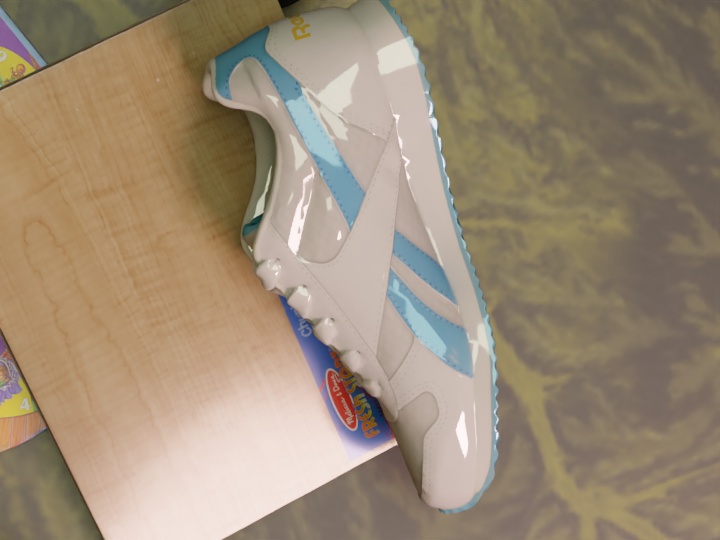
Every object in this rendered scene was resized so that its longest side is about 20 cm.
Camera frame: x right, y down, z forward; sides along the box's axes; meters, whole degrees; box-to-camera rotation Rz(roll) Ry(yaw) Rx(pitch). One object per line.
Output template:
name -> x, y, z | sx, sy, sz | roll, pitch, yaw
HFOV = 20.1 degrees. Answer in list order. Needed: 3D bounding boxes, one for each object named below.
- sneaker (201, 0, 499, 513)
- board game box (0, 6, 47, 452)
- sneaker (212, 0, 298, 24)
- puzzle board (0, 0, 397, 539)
sneaker -> 0.000, 0.000, 0.775 | 0.081, 0.077, 0.200 | -17, 98, -7
board game box -> -0.175, -0.023, 0.791 | 0.158, 0.039, 0.200 | -39, 93, -7
sneaker -> -0.079, -0.191, 0.800 | 0.078, 0.070, 0.200 | -38, 101, -6
puzzle board -> -0.066, 0.004, 0.795 | 0.151, 0.017, 0.200 | -27, 107, -13
